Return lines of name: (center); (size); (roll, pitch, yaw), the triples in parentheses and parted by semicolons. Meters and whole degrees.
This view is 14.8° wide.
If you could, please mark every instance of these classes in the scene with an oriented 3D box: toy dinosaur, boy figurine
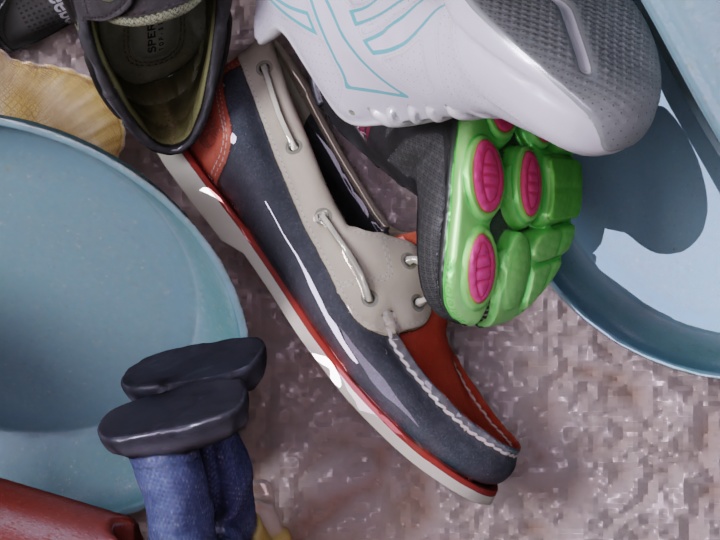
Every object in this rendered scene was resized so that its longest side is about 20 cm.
toy dinosaur: (-0.144, -0.055, 1.072); (0.101, 0.058, 0.200); (-23, 123, 19)
boy figurine: (-0.043, 0.132, 1.027); (0.064, 0.124, 0.201); (-11, 110, 14)

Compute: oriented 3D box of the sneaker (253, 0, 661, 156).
sneaker: (0.030, -0.080, 0.960); (0.200, 0.070, 0.081); (40, 125, 43)

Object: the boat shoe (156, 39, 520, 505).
boat shoe: (0.000, 0.000, 1.065); (0.063, 0.071, 0.200); (-41, 74, 8)

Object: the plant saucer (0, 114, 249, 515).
plant saucer: (-0.137, 0.013, 1.057); (0.198, 0.036, 0.201); (5, 129, 6)

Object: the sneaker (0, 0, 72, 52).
sneaker: (-0.149, -0.115, 1.097); (0.090, 0.066, 0.201); (37, 90, 20)

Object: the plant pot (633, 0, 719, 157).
plant pot: (0.204, -0.079, 0.953); (0.195, 0.196, 0.201); (-24, 89, 7)

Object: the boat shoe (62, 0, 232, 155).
boat shoe: (-0.075, -0.115, 0.990); (0.071, 0.201, 0.066); (-16, 60, -8)

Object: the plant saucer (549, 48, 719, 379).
plant saucer: (0.150, -0.058, 1.065); (0.198, 0.027, 0.202); (-1, 84, 9)

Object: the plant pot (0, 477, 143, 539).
plant pot: (-0.190, 0.146, 1.031); (0.194, 0.201, 0.202); (11, 87, 2)

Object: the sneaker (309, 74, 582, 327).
sneaker: (0.028, -0.063, 1.046); (0.083, 0.077, 0.201); (-28, 55, 31)
